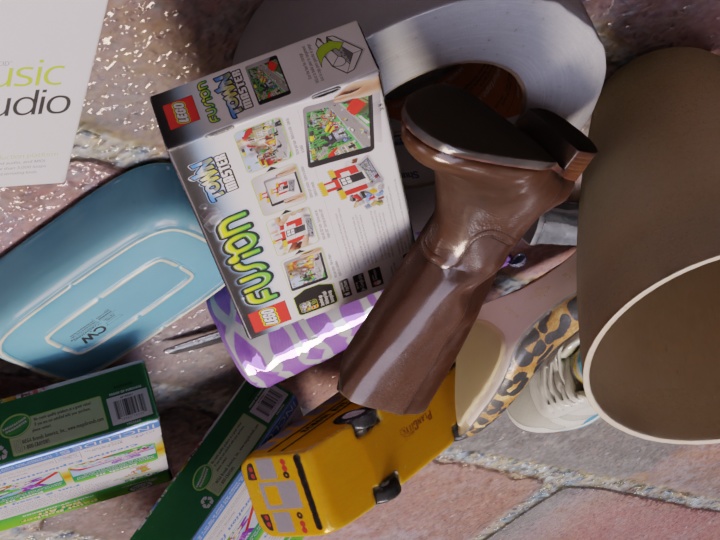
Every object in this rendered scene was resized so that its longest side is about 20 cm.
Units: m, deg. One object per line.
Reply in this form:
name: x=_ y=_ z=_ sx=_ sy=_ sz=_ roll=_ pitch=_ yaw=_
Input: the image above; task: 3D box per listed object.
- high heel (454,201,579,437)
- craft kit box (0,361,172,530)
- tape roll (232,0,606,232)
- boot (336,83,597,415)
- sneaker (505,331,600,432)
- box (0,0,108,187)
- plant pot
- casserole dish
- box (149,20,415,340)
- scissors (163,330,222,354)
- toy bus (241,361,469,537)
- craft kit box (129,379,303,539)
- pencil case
high heel: x=0.150 y=0.041 z=1.159 sx=0.142 sy=0.072 sz=0.201 roll=4 pitch=121 yaw=-28
craft kit box: x=-0.226 y=0.129 z=1.066 sx=0.199 sy=0.049 sz=0.198 roll=-15 pitch=161 yaw=-10
tape roll: x=0.032 y=-0.103 z=0.896 sx=0.199 sy=0.066 sz=0.201 roll=-16 pitch=150 yaw=-9
boot: x=0.030 y=0.003 z=0.865 sx=0.186 sy=0.064 sz=0.201 roll=3 pitch=127 yaw=-56
sneaker: x=0.171 y=0.073 z=1.222 sx=0.080 sy=0.077 sz=0.200 roll=-5 pitch=162 yaw=-41
box: x=-0.196 y=-0.110 z=0.768 sx=0.143 sy=0.037 sz=0.201 roll=-7 pitch=145 yaw=-25
plant pot: x=0.205 y=-0.032 z=0.970 sx=0.186 sy=0.201 sz=0.188 roll=-5 pitch=142 yaw=-4
casserole dish: x=-0.150 y=0.008 z=0.983 sx=0.199 sy=0.039 sz=0.121 roll=-32 pitch=148 yaw=19
box: x=-0.033 y=-0.040 z=0.855 sx=0.109 sy=0.035 sz=0.200 roll=-20 pitch=150 yaw=-3
scissors: x=-0.035 y=0.024 z=1.109 sx=0.199 sy=0.014 sz=0.073 roll=-5 pitch=148 yaw=-24
toy bus: x=0.008 y=0.119 z=1.166 sx=0.078 sy=0.066 sz=0.200 roll=-11 pitch=-167 yaw=38
craft kit box: x=-0.102 y=0.199 z=1.200 sx=0.200 sy=0.048 sz=0.198 roll=-54 pitch=155 yaw=-19
pencil case: x=0.000 y=0.000 z=1.030 sx=0.199 sy=0.084 sz=0.085 roll=-26 pitch=-178 yaw=9
